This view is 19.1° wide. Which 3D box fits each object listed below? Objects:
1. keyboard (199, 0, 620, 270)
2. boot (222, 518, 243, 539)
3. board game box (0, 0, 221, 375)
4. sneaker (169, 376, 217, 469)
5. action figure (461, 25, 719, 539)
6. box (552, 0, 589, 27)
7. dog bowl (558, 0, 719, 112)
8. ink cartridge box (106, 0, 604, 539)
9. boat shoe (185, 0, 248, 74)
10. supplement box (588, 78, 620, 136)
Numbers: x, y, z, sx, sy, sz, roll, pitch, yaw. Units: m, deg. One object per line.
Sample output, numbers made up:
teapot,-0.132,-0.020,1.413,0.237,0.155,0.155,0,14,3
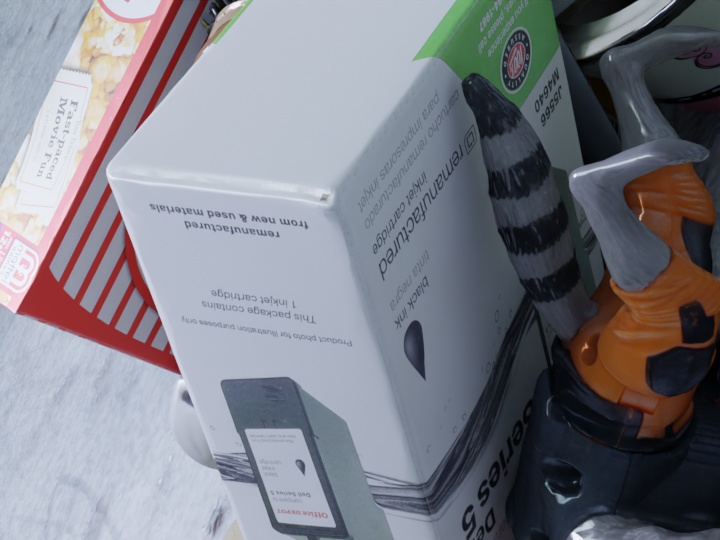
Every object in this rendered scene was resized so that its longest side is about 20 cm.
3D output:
keyboard,0.014,-0.069,0.776,0.127,0.201,0.021,-25,11,34
boot,-0.044,0.165,0.820,0.200,0.073,0.156,-38,24,4
board game box,-0.054,-0.059,0.867,0.046,0.151,0.201,28,93,41
sneaker,0.000,0.000,0.850,0.088,0.080,0.201,27,100,39
action figure,0.080,0.024,0.675,0.200,0.104,0.195,-95,5,-66
box,0.079,-0.174,0.818,0.121,0.032,0.201,-38,33,42
dog bowl,0.141,-0.147,0.793,0.200,0.073,0.201,-46,28,32
ink cartridge box,0.013,0.009,0.695,0.083,0.201,0.146,7,43,29
boat shoe,-0.034,-0.002,0.769,0.075,0.202,0.072,5,22,28
supplement box,0.077,-0.076,0.880,0.067,0.069,0.201,-44,27,36
